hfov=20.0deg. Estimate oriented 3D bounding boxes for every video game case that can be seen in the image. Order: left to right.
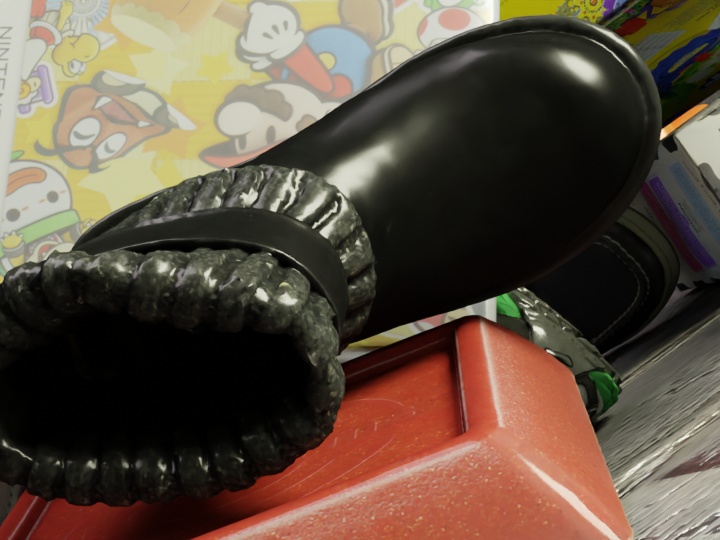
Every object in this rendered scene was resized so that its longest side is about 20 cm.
[{"bbox_3d":[-0.050,-0.046,0.720,0.198,0.184,0.023,0,-26,5],"label":"video game case"}]

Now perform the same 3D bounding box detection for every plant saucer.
[{"bbox_3d":[-0.031,0.069,0.575,0.198,0.037,0.200,-21,8,5],"label":"plant saucer"}]

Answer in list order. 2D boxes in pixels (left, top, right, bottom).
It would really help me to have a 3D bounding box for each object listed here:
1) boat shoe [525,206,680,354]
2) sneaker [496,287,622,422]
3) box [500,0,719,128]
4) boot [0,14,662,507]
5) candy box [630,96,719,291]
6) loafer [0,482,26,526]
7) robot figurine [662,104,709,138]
[{"bbox_3d":[0.080,0.032,0.985,0.065,0.073,0.200,-47,2,-35],"label":"boat shoe"},{"bbox_3d":[0.030,0.063,0.783,0.085,0.078,0.200,-53,6,-29],"label":"sneaker"},{"bbox_3d":[0.100,-0.136,0.884,0.199,0.123,0.192,-34,-16,26],"label":"box"},{"bbox_3d":[-0.006,-0.005,0.579,0.210,0.080,0.158,-26,5,5],"label":"boot"},{"bbox_3d":[0.211,-0.068,0.934,0.167,0.072,0.200,-35,-2,-3],"label":"candy box"},{"bbox_3d":[-0.154,0.111,0.700,0.070,0.070,0.201,-47,-14,-54],"label":"loafer"},{"bbox_3d":[0.118,-0.036,1.179,0.199,0.145,0.117,-30,-5,-11],"label":"robot figurine"}]
